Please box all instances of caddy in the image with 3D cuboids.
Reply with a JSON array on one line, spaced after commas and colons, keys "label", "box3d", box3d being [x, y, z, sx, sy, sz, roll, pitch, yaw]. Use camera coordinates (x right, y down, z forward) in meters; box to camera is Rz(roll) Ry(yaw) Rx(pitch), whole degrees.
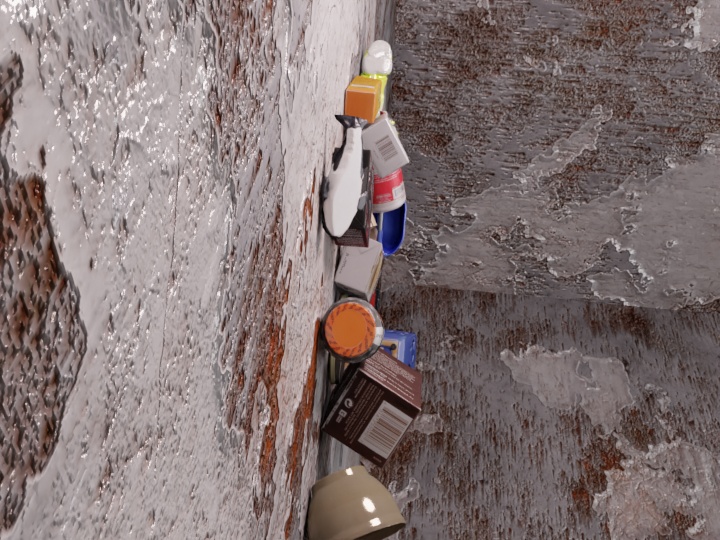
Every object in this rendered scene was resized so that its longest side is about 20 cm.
[{"label": "caddy", "box3d": [0.054, -0.139, 2.079, 0.105, 0.137, 0.206, -95, -171, -83]}]

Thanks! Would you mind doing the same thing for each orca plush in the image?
[{"label": "orca plush", "box3d": [-0.044, -0.163, 1.300, 0.103, 0.070, 0.206, -11, 107, -40]}]

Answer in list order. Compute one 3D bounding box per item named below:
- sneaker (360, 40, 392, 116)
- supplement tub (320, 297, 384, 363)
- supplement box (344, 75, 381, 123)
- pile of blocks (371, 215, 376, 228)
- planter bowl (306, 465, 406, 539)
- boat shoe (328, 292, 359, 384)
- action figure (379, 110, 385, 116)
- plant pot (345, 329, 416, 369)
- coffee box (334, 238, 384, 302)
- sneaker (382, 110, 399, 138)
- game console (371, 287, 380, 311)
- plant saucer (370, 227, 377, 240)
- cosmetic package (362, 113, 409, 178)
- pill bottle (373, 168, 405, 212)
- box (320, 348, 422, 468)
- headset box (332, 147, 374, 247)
[{"label": "sneaker", "box3d": [0.027, -0.458, 1.868, 0.105, 0.074, 0.206, 135, -32, -77]}, {"label": "supplement tub", "box3d": [-0.014, 0.118, 1.486, 0.200, 0.119, 0.126, 61, 34, -84]}, {"label": "supplement box", "box3d": [0.008, -0.366, 1.618, 0.201, 0.067, 0.068, -80, 174, -67]}, {"label": "pile of blocks", "box3d": [-0.019, -0.174, 1.640, 0.061, 0.081, 0.206, -11, 101, -41]}, {"label": "planter bowl", "box3d": [-0.024, 0.472, 1.492, 0.201, 0.196, 0.137, 87, -19, -63]}, {"label": "boat shoe", "box3d": [-0.031, 0.152, 1.680, 0.072, 0.064, 0.207, 93, 3, -74]}, {"label": "action figure", "box3d": [0.007, -0.262, 1.714, 0.052, 0.064, 0.206, 13, 90, -74]}, {"label": "plant pot", "box3d": [0.039, 0.251, 1.988, 0.180, 0.194, 0.206, 40, 55, -78]}, {"label": "coffee box", "box3d": [0.000, 0.000, 1.719, 0.200, 0.078, 0.117, 72, 38, -80]}, {"label": "sneaker", "box3d": [0.053, -0.296, 1.890, 0.076, 0.074, 0.204, -117, -158, -53]}, {"label": "game console", "box3d": [-0.002, 0.154, 2.504, 0.172, 0.116, 0.206, 26, -66, 61]}, {"label": "plant saucer", "box3d": [0.016, -0.027, 1.961, 0.200, 0.031, 0.206, -168, -91, -88]}, {"label": "cosmetic package", "box3d": [0.047, -0.263, 1.585, 0.103, 0.073, 0.200, 60, 7, -11]}, {"label": "pill bottle", "box3d": [0.042, -0.252, 1.820, 0.113, 0.109, 0.205, -77, 158, -63]}, {"label": "box", "box3d": [0.028, 0.288, 1.673, 0.168, 0.162, 0.200, -58, -177, 14]}, {"label": "headset box", "box3d": [-0.015, -0.135, 1.484, 0.200, 0.073, 0.153, 74, 21, -79]}]
